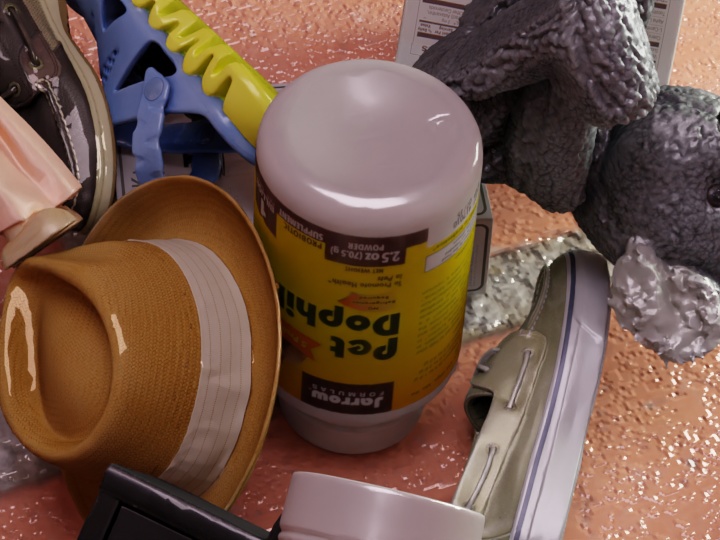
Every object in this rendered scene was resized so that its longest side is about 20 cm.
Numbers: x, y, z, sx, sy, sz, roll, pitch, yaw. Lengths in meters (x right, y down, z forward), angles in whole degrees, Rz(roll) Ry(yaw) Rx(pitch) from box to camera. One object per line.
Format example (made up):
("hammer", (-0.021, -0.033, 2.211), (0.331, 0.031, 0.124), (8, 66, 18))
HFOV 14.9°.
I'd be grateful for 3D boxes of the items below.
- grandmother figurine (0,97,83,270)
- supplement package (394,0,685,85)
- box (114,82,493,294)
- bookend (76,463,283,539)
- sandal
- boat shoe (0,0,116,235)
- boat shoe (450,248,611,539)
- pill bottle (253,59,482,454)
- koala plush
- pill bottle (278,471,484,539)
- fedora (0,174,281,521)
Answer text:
("grandmother figurine", (-0.212, -0.096, 1.365), (0.060, 0.121, 0.201), (-34, 92, -9))
("supplement package", (0.110, -0.208, 1.508), (0.150, 0.201, 0.152), (10, 20, 2))
("box", (-0.035, -0.041, 1.485), (0.199, 0.060, 0.117), (-4, 49, -5))
("bookend", (-0.135, 0.163, 1.225), (0.198, 0.092, 0.201), (25, 87, 17))
("sandal", (-0.111, -0.101, 1.449), (0.087, 0.079, 0.200), (-48, 46, 5))
("boat shoe", (-0.182, -0.100, 1.454), (0.064, 0.073, 0.201), (-2, 51, -30))
("boat shoe", (0.084, 0.067, 1.390), (0.062, 0.072, 0.201), (15, 52, -1))
("pill bottle", (0.000, 0.000, 1.360), (0.109, 0.201, 0.110), (2, 49, -2))
("koala plush", (0.137, -0.063, 1.395), (0.200, 0.183, 0.178), (46, 40, -13))
("pill bottle", (-0.010, 0.188, 1.113), (0.111, 0.111, 0.201), (11, 83, 7))
("fedora", (-0.119, 0.043, 1.325), (0.082, 0.201, 0.201), (13, 40, -38))
